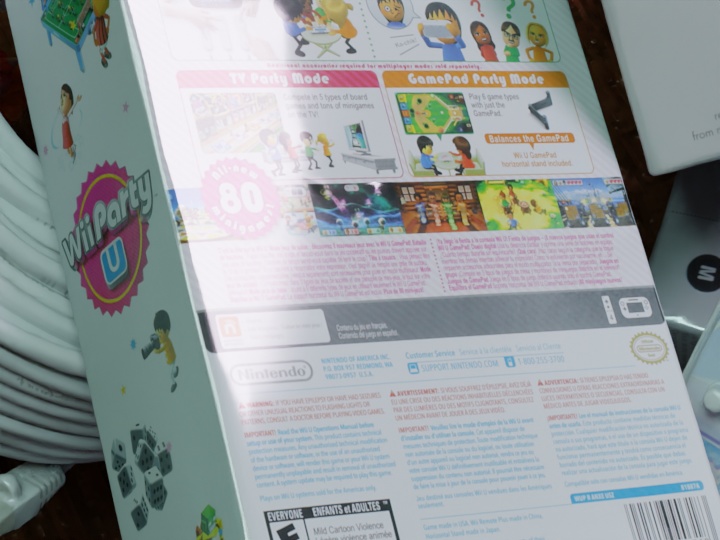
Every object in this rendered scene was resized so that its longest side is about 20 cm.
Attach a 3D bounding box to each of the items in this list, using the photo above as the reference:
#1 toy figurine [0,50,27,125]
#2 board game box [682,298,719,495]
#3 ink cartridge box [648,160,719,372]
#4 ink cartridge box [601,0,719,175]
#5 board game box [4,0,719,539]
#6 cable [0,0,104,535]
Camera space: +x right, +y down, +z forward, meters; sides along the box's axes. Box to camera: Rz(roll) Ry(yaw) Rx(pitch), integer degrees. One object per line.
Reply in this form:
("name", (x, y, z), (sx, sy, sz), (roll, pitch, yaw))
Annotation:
("toy figurine", (-0.152, -0.027, 0.914), (0.184, 0.150, 0.200), (45, 54, 10))
("board game box", (0.160, 0.096, 0.793), (0.200, 0.026, 0.200), (31, 107, 19))
("ink cartridge box", (0.204, -0.037, 0.915), (0.199, 0.041, 0.200), (13, 64, 11))
("ink cartridge box", (0.086, -0.140, 0.838), (0.067, 0.116, 0.201), (-15, 102, 8))
("board game box", (0.000, 0.000, 0.788), (0.147, 0.064, 0.201), (-2, 68, -32))
("cable", (-0.084, -0.046, 0.843), (0.200, 0.069, 0.200), (-28, 86, -38))
